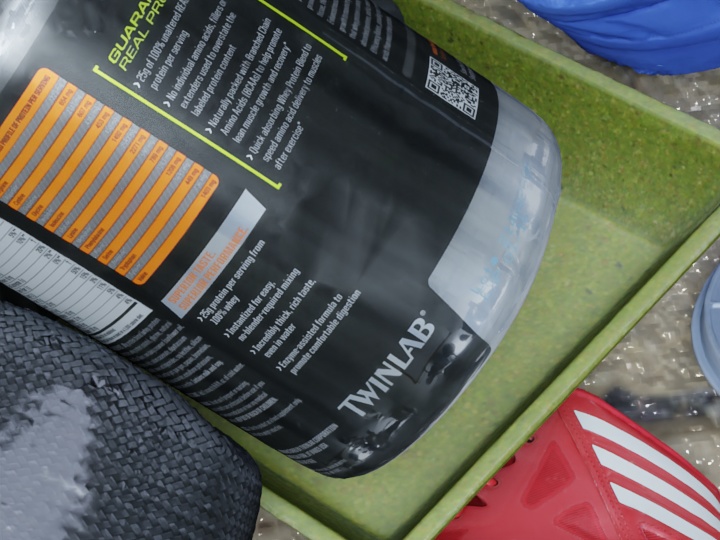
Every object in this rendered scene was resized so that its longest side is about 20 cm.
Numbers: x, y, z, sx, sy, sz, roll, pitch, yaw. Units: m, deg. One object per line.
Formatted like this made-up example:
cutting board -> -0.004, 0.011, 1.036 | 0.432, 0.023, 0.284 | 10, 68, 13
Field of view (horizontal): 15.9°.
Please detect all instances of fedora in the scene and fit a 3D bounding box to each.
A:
fedora -> -0.099, 0.061, 0.719 | 0.200, 0.201, 0.092 | 24, 81, 6

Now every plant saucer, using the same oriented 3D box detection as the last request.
plant saucer -> 0.000, 0.000, 0.842 | 0.199, 0.048, 0.200 | 30, 60, 31

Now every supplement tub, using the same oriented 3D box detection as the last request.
supplement tub -> -0.054, -0.040, 0.713 | 0.200, 0.122, 0.123 | 33, 66, -15

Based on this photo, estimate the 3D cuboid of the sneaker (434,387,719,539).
sneaker -> 0.026, 0.101, 0.833 | 0.199, 0.079, 0.116 | 2, 48, -3

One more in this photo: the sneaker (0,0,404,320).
sneaker -> -0.080, -0.048, 0.821 | 0.200, 0.067, 0.091 | -32, 52, -16

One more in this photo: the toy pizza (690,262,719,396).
toy pizza -> 0.209, 0.019, 0.844 | 0.199, 0.032, 0.200 | -8, 29, 4

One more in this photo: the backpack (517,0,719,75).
backpack -> 0.098, -0.176, 0.888 | 0.162, 0.168, 0.201 | -18, 70, 31
